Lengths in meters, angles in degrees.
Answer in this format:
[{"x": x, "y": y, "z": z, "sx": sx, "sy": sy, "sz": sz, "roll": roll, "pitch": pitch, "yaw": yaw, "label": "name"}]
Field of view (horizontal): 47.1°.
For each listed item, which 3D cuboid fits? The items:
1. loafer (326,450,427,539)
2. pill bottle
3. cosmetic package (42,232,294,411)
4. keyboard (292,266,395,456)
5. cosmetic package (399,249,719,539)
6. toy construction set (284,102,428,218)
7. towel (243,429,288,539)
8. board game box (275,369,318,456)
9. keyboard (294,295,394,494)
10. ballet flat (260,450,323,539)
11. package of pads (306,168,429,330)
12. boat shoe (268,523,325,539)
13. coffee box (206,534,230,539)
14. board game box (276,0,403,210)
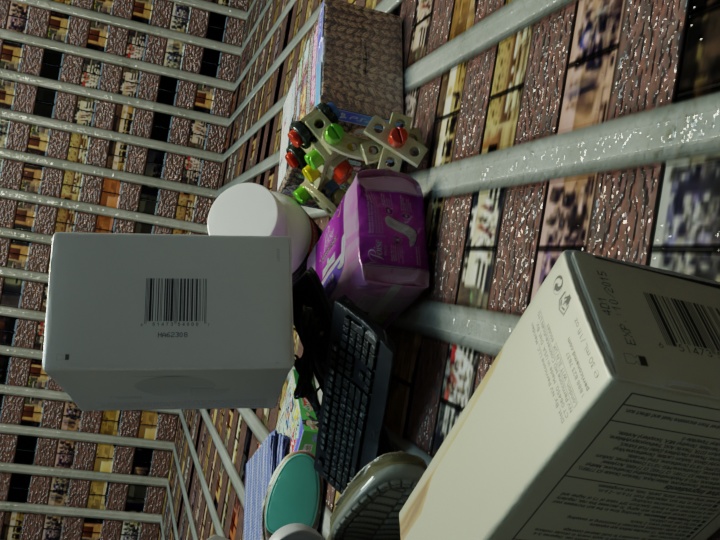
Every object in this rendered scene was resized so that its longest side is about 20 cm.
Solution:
[{"x": 0.006, "y": 0.200, "z": 0.682, "sx": 0.200, "sy": 0.075, "sz": 0.070, "roll": 114, "pitch": 162, "yaw": -45, "label": "loafer"}, {"x": -0.098, "y": -0.024, "z": 0.957, "sx": 0.200, "sy": 0.111, "sz": 0.112, "roll": 49, "pitch": -137, "yaw": -66, "label": "pill bottle"}, {"x": -0.169, "y": 0.055, "z": 0.765, "sx": 0.200, "sy": 0.199, "sz": 0.123, "roll": 117, "pitch": 152, "yaw": -67, "label": "cosmetic package"}, {"x": -0.027, "y": 0.106, "z": 0.800, "sx": 0.127, "sy": 0.021, "sz": 0.201, "roll": -42, "pitch": 67, "yaw": 55, "label": "keyboard"}, {"x": 0.099, "y": 0.093, "z": 0.377, "sx": 0.071, "sy": 0.105, "sz": 0.200, "roll": -96, "pitch": 24, "yaw": -47, "label": "cosmetic package"}, {"x": -0.014, "y": -0.103, "z": 0.862, "sx": 0.092, "sy": 0.131, "sz": 0.200, "roll": -38, "pitch": -5, "yaw": -29, "label": "toy construction set"}, {"x": -0.128, "y": 0.304, "z": 1.093, "sx": 0.200, "sy": 0.024, "sz": 0.145, "roll": 125, "pitch": 148, "yaw": -60, "label": "towel"}, {"x": -0.093, "y": 0.250, "z": 1.081, "sx": 0.135, "sy": 0.029, "sz": 0.201, "roll": -110, "pitch": 34, "yaw": -62, "label": "board game box"}, {"x": -0.024, "y": 0.111, "z": 0.744, "sx": 0.127, "sy": 0.021, "sz": 0.201, "roll": 40, "pitch": 133, "yaw": 40, "label": "keyboard"}, {"x": -0.081, "y": 0.312, "z": 0.955, "sx": 0.071, "sy": 0.069, "sz": 0.201, "roll": 88, "pitch": -174, "yaw": -73, "label": "ballet flat"}, {"x": 0.000, "y": 0.000, "z": 0.821, "sx": 0.200, "sy": 0.075, "sz": 0.121, "roll": 126, "pitch": 145, "yaw": -58, "label": "package of pads"}, {"x": -0.036, "y": 0.285, "z": 0.679, "sx": 0.066, "sy": 0.070, "sz": 0.201, "roll": 29, "pitch": 144, "yaw": 65, "label": "boat shoe"}, {"x": -0.044, "y": 0.279, "z": 0.571, "sx": 0.080, "sy": 0.199, "sz": 0.115, "roll": -8, "pitch": -69, "yaw": -70, "label": "coffee box"}, {"x": -0.028, "y": -0.191, "z": 0.996, "sx": 0.200, "sy": 0.097, "sz": 0.160, "roll": 126, "pitch": 150, "yaw": -57, "label": "board game box"}]
